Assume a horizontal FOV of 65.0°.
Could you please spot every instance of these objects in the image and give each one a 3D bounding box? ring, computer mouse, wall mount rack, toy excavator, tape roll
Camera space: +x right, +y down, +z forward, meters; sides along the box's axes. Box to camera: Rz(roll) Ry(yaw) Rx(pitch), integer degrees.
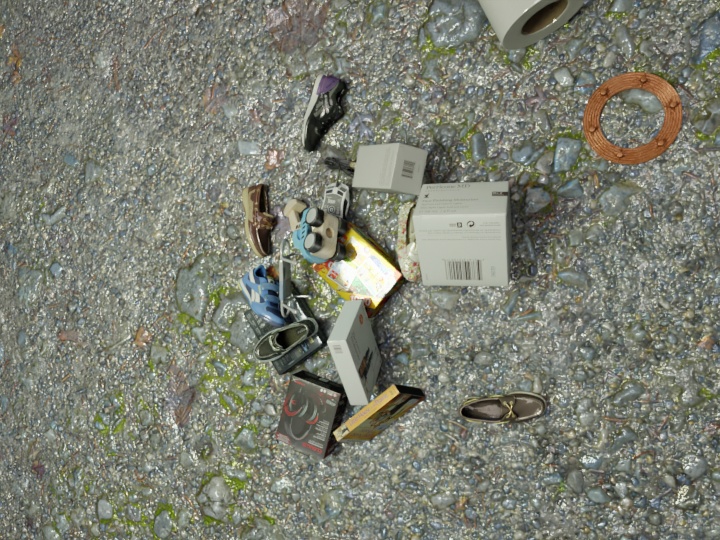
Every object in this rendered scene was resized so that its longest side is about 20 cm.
[{"bbox_3d":[0.591,-0.333,1.233,0.199,0.019,0.202,0,90,21],"label":"ring"},{"bbox_3d":[-0.061,-0.188,1.462,0.109,0.044,0.201,14,94,25],"label":"computer mouse"},{"bbox_3d":[-0.164,0.025,1.386,0.074,0.174,0.201,1,100,10],"label":"wall mount rack"},{"bbox_3d":[-0.132,-0.104,1.413,0.199,0.100,0.196,-15,64,45],"label":"toy excavator"},{"bbox_3d":[0.365,-0.598,1.217,0.202,0.203,0.140,-28,82,18],"label":"tape roll"}]

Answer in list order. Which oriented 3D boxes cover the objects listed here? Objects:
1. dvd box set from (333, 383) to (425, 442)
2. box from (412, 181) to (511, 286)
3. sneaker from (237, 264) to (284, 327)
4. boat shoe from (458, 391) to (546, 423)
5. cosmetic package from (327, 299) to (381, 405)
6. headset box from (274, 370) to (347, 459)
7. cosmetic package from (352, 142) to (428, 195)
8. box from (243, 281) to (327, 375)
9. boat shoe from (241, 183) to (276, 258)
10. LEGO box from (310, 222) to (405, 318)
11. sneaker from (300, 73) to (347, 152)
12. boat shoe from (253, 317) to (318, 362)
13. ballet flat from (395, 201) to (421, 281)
[{"bbox_3d":[0.048,0.349,1.373,0.200,0.146,0.029,-41,58,15],"label":"dvd box set"},{"bbox_3d":[0.232,-0.079,1.259,0.198,0.131,0.201,0,129,18],"label":"box"},{"bbox_3d":[-0.246,0.064,1.462,0.082,0.074,0.200,-45,57,9],"label":"sneaker"},{"bbox_3d":[0.328,0.322,1.314,0.199,0.059,0.072,-6,88,20],"label":"boat shoe"},{"bbox_3d":[-0.009,0.195,1.345,0.051,0.151,0.201,-6,122,19],"label":"cosmetic package"},{"bbox_3d":[-0.127,0.383,1.474,0.148,0.075,0.201,18,96,19],"label":"headset box"},{"bbox_3d":[0.064,-0.239,1.336,0.200,0.084,0.108,23,103,63],"label":"cosmetic package"},{"bbox_3d":[-0.200,0.153,1.512,0.157,0.051,0.200,-38,77,17],"label":"box"},{"bbox_3d":[-0.266,-0.136,1.525,0.072,0.072,0.201,-13,80,21],"label":"boat shoe"},{"bbox_3d":[0.000,0.000,1.422,0.200,0.077,0.149,42,104,15],"label":"LEGO box"},{"bbox_3d":[-0.092,-0.400,1.457,0.087,0.076,0.201,17,96,13],"label":"sneaker"},{"bbox_3d":[-0.203,0.175,1.447,0.199,0.071,0.072,-33,79,17],"label":"boat shoe"},{"bbox_3d":[0.124,-0.076,1.353,0.064,0.075,0.201,-34,56,59],"label":"ballet flat"}]
